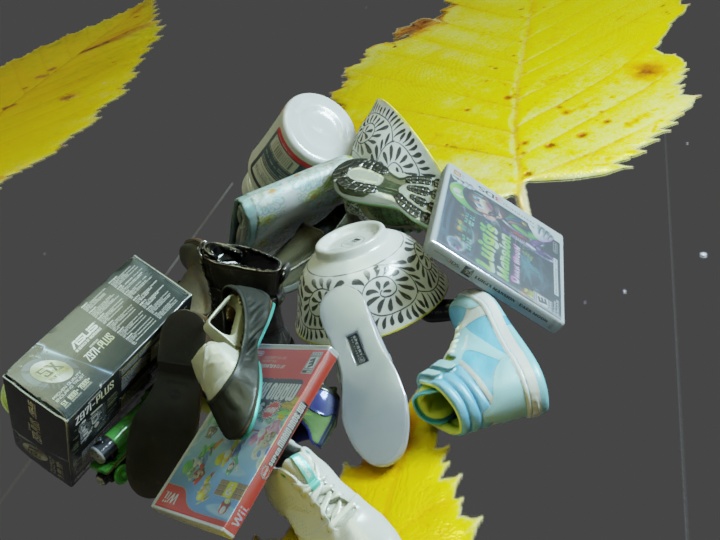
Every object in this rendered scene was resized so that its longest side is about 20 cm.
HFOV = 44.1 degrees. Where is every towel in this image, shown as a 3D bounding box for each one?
[{"bbox_3d":[-0.101,-0.085,1.247,0.170,0.048,0.200,-28,-10,-19],"label":"towel"}]

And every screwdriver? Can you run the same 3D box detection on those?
[{"bbox_3d":[0.042,0.056,1.102,0.199,0.029,0.028,-9,31,28],"label":"screwdriver"}]

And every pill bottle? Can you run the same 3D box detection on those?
[{"bbox_3d":[-0.101,-0.163,1.332,0.120,0.120,0.200,-44,2,-38],"label":"pill bottle"}]

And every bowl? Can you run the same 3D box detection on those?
[{"bbox_3d":[0.045,-0.131,1.244,0.094,0.201,0.201,-36,34,-2],"label":"bowl"},{"bbox_3d":[0.000,0.000,1.090,0.199,0.095,0.201,-16,21,6],"label":"bowl"}]

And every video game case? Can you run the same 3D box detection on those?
[{"bbox_3d":[-0.114,0.158,0.872,0.142,0.017,0.201,-5,47,51],"label":"video game case"},{"bbox_3d":[0.165,-0.033,1.058,0.181,0.023,0.200,31,33,-8],"label":"video game case"}]

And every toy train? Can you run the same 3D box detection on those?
[{"bbox_3d":[-0.231,0.161,1.013,0.041,0.057,0.200,9,39,34],"label":"toy train"}]

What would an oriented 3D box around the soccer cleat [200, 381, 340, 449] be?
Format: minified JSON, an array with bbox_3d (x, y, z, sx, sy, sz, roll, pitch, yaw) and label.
[{"bbox_3d":[-0.113,0.155,0.968,0.199,0.065,0.084,-3,60,32],"label":"soccer cleat"}]

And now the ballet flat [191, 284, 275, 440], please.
[{"bbox_3d":[-0.134,0.086,0.902,0.068,0.068,0.201,-48,23,28],"label":"ballet flat"}]

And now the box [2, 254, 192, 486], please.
[{"bbox_3d":[-0.286,0.111,0.985,0.086,0.164,0.200,33,53,9],"label":"box"}]

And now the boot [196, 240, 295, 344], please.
[{"bbox_3d":[-0.163,0.033,1.050,0.198,0.175,0.070,6,44,16],"label":"boot"}]

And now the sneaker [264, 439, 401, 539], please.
[{"bbox_3d":[-0.041,0.210,0.821,0.075,0.089,0.199,-33,34,-26],"label":"sneaker"}]

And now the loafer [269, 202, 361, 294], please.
[{"bbox_3d":[-0.080,-0.034,1.240,0.199,0.070,0.075,-34,36,-28],"label":"loafer"}]

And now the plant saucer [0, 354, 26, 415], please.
[{"bbox_3d":[-0.358,0.133,1.139,0.198,0.031,0.201,-12,32,7],"label":"plant saucer"}]

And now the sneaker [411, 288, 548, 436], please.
[{"bbox_3d":[0.103,0.096,0.949,0.130,0.080,0.200,-18,31,-7],"label":"sneaker"}]

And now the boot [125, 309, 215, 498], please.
[{"bbox_3d":[-0.194,0.145,0.959,0.073,0.202,0.075,15,-5,10],"label":"boot"}]

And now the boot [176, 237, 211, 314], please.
[{"bbox_3d":[-0.236,0.019,1.222,0.096,0.075,0.200,-25,34,-20],"label":"boot"}]

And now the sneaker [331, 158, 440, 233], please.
[{"bbox_3d":[0.056,-0.077,1.153,0.199,0.089,0.077,26,57,21],"label":"sneaker"}]

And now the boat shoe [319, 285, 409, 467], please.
[{"bbox_3d":[0.011,0.113,0.943,0.073,0.065,0.201,-17,64,8],"label":"boat shoe"}]
